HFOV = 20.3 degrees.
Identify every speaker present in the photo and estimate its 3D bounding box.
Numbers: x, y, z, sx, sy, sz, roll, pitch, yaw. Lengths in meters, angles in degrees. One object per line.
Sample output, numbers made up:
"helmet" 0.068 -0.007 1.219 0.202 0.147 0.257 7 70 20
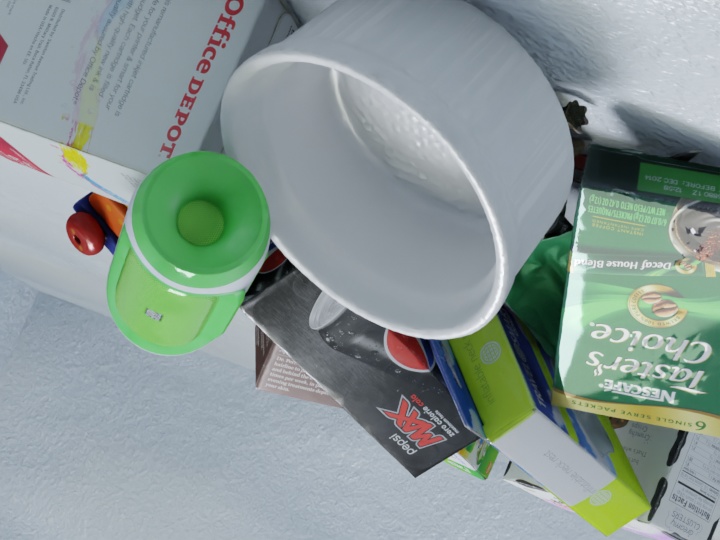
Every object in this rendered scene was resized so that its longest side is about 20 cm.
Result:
"speaker" -0.107 -0.006 1.218 0.088 0.089 0.200 24 161 -5

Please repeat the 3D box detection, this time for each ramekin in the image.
"ramekin" 0.026 -0.067 1.152 0.200 0.098 0.201 29 144 23

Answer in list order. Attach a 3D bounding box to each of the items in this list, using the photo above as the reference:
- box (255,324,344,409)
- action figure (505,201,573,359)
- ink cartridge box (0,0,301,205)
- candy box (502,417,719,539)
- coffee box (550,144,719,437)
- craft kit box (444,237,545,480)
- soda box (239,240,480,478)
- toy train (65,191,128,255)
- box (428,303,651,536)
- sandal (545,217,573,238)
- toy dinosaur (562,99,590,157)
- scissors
"box" 0.000 0.000 1.397 0.099 0.201 0.075 14 -142 -14
"action figure" 0.148 0.022 1.359 0.117 0.055 0.200 -10 143 23
"ink cartridge box" -0.149 -0.126 1.323 0.199 0.146 0.145 21 170 19
"candy box" 0.217 0.094 1.513 0.071 0.201 0.167 29 170 -35
"coffee box" 0.188 0.017 1.258 0.122 0.044 0.201 11 136 7
"craft kit box" 0.101 0.047 1.538 0.048 0.201 0.198 21 170 22
"soda box" 0.003 0.049 1.349 0.200 0.071 0.064 45 -158 -32
"toy train" -0.167 -0.065 1.441 0.200 0.085 0.116 48 150 9
"box" 0.120 0.093 1.389 0.200 0.048 0.122 40 -159 -46
"sandal" 0.139 -0.011 1.412 0.200 0.043 0.076 46 -175 -16
"toy dinosaur" 0.070 -0.087 1.227 0.199 0.078 0.102 24 160 -30
"scissors" 0.188 -0.061 1.291 0.073 0.014 0.200 29 169 -21
